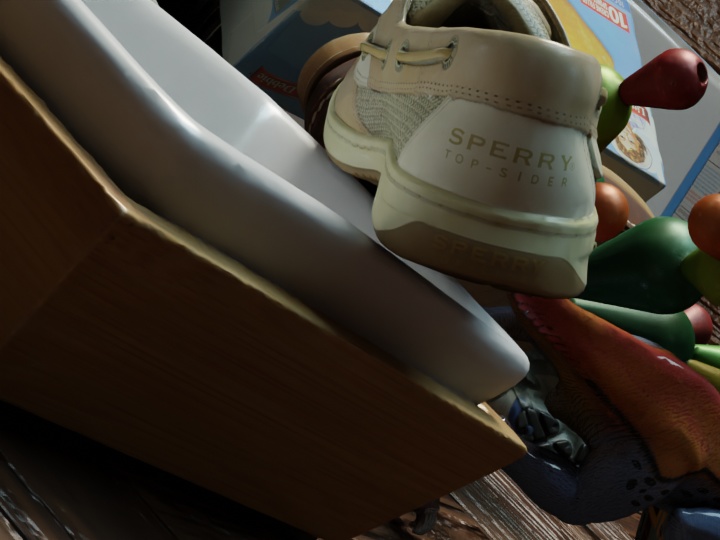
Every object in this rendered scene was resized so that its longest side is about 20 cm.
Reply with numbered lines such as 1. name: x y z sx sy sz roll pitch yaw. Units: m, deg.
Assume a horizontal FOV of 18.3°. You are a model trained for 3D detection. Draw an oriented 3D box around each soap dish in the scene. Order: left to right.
1. soap dish: -0.057 -0.014 0.575 0.157 0.081 0.200 46 7 34

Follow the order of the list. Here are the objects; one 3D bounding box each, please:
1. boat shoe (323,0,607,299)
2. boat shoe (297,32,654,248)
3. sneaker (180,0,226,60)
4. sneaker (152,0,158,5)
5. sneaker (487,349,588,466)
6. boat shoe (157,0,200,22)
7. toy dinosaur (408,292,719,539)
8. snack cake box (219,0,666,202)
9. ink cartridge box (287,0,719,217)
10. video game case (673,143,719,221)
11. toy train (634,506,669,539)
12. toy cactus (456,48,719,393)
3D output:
1. boat shoe: 0.032 -0.048 0.595 0.072 0.065 0.200 12 13 -5
2. boat shoe: 0.056 -0.017 0.872 0.199 0.070 0.070 27 23 -35
3. sneaker: -0.053 -0.062 0.991 0.115 0.076 0.200 43 5 -24
4. sneaker: -0.146 -0.132 0.867 0.200 0.076 0.088 43 6 0
5. sneaker: 0.045 0.027 1.061 0.200 0.077 0.085 47 -7 -24
6. boat shoe: -0.106 -0.123 0.946 0.062 0.074 0.200 61 -21 -3
7. toy dinosaur: 0.110 0.074 0.738 0.180 0.106 0.200 14 -29 -3
8. snack cake box: 0.034 -0.099 0.951 0.199 0.067 0.116 27 40 -34
9. ink cartridge box: 0.062 -0.070 1.158 0.146 0.147 0.200 39 -13 -19
10. video game case: 0.138 -0.010 1.221 0.018 0.200 0.143 39 6 -20
11. toy train: 0.168 0.108 1.009 0.085 0.115 0.200 14 9 0
12. toy cactus: 0.085 -0.008 0.790 0.200 0.164 0.103 43 42 -55
